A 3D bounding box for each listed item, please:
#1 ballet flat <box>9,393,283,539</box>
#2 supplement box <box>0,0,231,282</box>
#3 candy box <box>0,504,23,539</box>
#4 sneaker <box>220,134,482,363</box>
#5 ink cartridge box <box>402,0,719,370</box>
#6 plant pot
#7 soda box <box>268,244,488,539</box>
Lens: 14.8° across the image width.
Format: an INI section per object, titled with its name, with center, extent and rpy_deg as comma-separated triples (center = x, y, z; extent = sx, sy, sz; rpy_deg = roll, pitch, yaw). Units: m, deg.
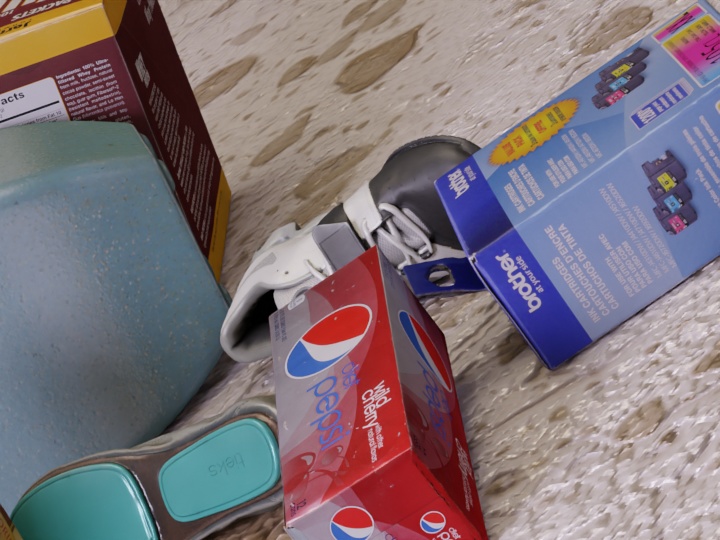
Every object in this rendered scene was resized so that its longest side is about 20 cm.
[ballet flat]
center = -0.090, 0.112, 1.399
extent = 0.199, 0.068, 0.064
rpy_deg = -22, -6, 35
[supplement box]
center = -0.181, -0.087, 1.780
extent = 0.132, 0.201, 0.197
rpy_deg = -18, 20, 7
[candy box]
center = -0.241, 0.148, 1.324
extent = 0.056, 0.117, 0.200
rpy_deg = -24, 16, 25
[sneaker]
center = 0.000, 0.000, 1.484
extent = 0.200, 0.074, 0.089
rpy_deg = -33, 15, 42
[ink cartridge box]
center = 0.116, -0.035, 1.347
extent = 0.200, 0.076, 0.137
rpy_deg = -36, 17, 5
[plant pot]
center = -0.185, 0.018, 1.606
extent = 0.199, 0.197, 0.196
rpy_deg = -26, 17, -4
[soda box]
center = 0.005, 0.070, 1.268
extent = 0.070, 0.064, 0.200
rpy_deg = -32, 25, 12
